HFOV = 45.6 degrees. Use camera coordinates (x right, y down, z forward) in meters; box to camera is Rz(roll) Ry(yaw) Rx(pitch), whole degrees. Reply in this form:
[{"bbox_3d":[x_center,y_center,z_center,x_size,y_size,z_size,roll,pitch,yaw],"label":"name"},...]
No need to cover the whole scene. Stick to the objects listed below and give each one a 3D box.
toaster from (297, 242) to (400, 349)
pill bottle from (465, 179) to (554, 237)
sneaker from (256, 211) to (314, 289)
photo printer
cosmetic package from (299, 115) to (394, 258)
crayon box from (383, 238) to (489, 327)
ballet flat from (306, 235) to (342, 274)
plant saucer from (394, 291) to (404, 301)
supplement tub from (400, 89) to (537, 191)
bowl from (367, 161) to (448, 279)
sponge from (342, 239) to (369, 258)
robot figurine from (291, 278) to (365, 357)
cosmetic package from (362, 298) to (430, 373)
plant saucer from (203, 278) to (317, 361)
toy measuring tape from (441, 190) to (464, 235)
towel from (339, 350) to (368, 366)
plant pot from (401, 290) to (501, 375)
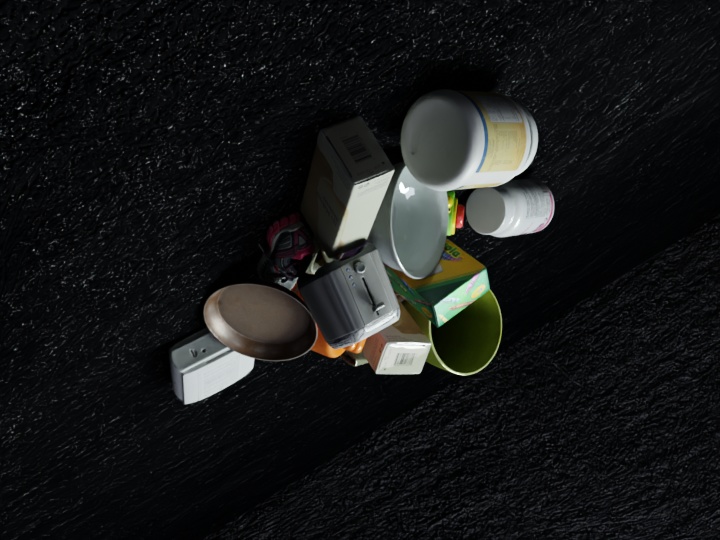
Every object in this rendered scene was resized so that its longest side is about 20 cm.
[{"bbox_3d":[-0.021,0.046,1.364,0.113,0.131,0.200,-25,180,-26],"label":"toaster"},{"bbox_3d":[0.306,-0.128,1.757,0.199,0.114,0.113,-9,150,-50],"label":"pill bottle"},{"bbox_3d":[-0.120,-0.012,1.395,0.080,0.075,0.201,-26,161,-20],"label":"sneaker"},{"bbox_3d":[-0.275,0.171,1.594,0.165,0.070,0.201,-27,161,-21],"label":"photo printer"},{"bbox_3d":[-0.025,-0.117,1.252,0.070,0.106,0.201,-23,157,-24],"label":"cosmetic package"},{"bbox_3d":[0.116,-0.001,1.487,0.118,0.200,0.059,-33,134,-17],"label":"crayon box"},{"bbox_3d":[-0.060,-0.032,1.464,0.067,0.063,0.201,-24,159,-24],"label":"ballet flat"},{"bbox_3d":[0.097,0.029,1.794,0.197,0.035,0.201,-4,157,-1],"label":"plant saucer"},{"bbox_3d":[0.170,-0.199,1.306,0.198,0.146,0.145,-10,151,-49],"label":"supplement tub"},{"bbox_3d":[0.064,-0.090,1.413,0.089,0.205,0.200,4,-177,32],"label":"bowl"},{"bbox_3d":[0.000,0.000,1.510,0.029,0.113,0.201,-21,157,-12],"label":"sponge"},{"bbox_3d":[-0.081,0.085,1.547,0.144,0.197,0.118,-43,146,-52],"label":"robot figurine"},{"bbox_3d":[0.042,0.109,1.643,0.104,0.200,0.072,3,121,-30],"label":"cosmetic package"},{"bbox_3d":[-0.167,0.079,1.450,0.197,0.035,0.202,6,138,5],"label":"plant saucer"},{"bbox_3d":[0.156,-0.088,1.571,0.073,0.074,0.200,-32,164,-4],"label":"toy measuring tape"},{"bbox_3d":[-0.023,0.124,1.720,0.199,0.192,0.035,-2,128,-55],"label":"towel"},{"bbox_3d":[0.152,0.109,1.736,0.185,0.190,0.199,-21,-170,-32],"label":"plant pot"}]
